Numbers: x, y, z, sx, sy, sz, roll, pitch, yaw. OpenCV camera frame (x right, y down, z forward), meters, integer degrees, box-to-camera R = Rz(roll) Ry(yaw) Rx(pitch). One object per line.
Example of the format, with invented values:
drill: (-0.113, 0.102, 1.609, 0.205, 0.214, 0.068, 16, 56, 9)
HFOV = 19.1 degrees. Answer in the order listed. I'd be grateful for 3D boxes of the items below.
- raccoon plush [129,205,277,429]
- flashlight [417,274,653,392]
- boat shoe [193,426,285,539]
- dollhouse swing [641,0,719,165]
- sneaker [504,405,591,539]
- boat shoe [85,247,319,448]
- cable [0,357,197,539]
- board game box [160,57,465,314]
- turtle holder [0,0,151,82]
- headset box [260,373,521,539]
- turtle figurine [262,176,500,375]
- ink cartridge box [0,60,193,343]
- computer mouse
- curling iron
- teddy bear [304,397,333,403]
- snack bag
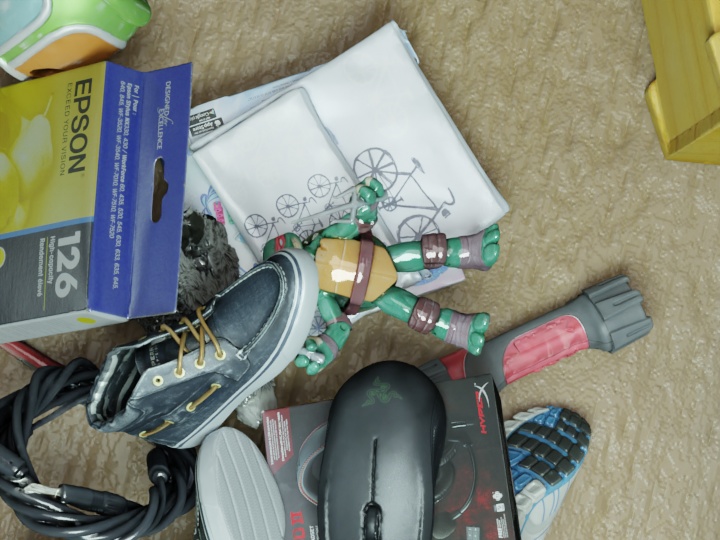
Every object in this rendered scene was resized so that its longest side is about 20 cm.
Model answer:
raccoon plush: (-0.162, 0.042, 1.643, 0.133, 0.097, 0.201, -17, 89, 30)
flashlight: (0.135, 0.070, 1.696, 0.199, 0.068, 0.068, -23, 86, -7)
boat shoe: (-0.095, 0.212, 1.536, 0.072, 0.071, 0.201, 19, 50, -43)
dollhouse swing: (0.314, -0.182, 1.676, 0.181, 0.200, 0.177, 5, 83, -5)
sneaker: (0.119, 0.195, 1.686, 0.075, 0.087, 0.200, 22, 58, 27)
boat shoe: (-0.114, 0.057, 1.527, 0.091, 0.200, 0.071, 10, 42, -41)
cable: (-0.190, 0.132, 1.582, 0.163, 0.200, 0.051, 31, 117, 20)
board game box: (-0.042, -0.053, 1.702, 0.199, 0.043, 0.200, -18, 87, -8)
turtle holder: (-0.254, -0.233, 1.653, 0.132, 0.141, 0.185, -44, 99, 8)
headset box: (0.015, 0.171, 1.597, 0.199, 0.075, 0.150, -9, 69, 7)
turtle figurine: (0.000, 0.000, 1.610, 0.199, 0.101, 0.151, 8, 102, -8)
ink cartridge box: (-0.219, -0.053, 1.611, 0.199, 0.047, 0.199, -11, 69, 37)
computer mouse: (0.019, 0.156, 1.532, 0.138, 0.053, 0.201, -3, 71, 10)
curling iron: (-0.218, 0.082, 1.677, 0.200, 0.026, 0.050, 39, 84, -1)
teddy bear: (-0.030, 0.198, 1.665, 0.145, 0.067, 0.200, 37, 81, 1)
snack bag: (-0.003, -0.069, 1.675, 0.199, 0.021, 0.189, -32, 90, -8)
